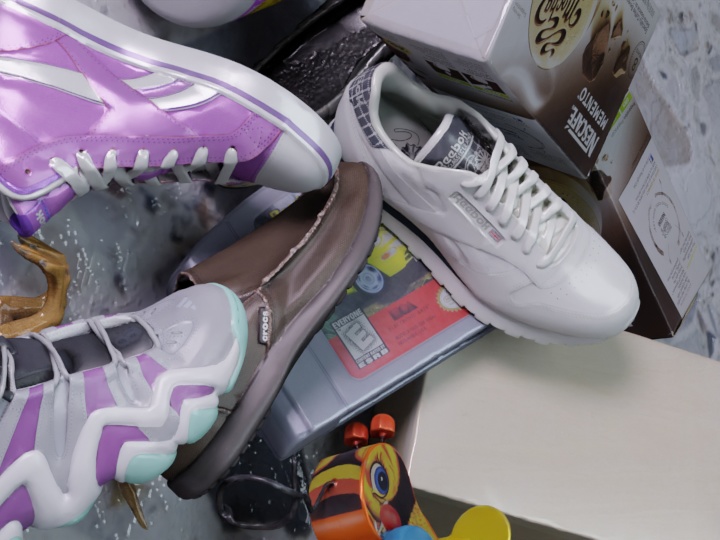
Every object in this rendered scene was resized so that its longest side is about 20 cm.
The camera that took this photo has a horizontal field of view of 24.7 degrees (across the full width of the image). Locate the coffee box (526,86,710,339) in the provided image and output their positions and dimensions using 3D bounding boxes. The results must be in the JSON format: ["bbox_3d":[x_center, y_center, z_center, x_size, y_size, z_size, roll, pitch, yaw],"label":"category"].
[{"bbox_3d":[0.141,-0.051,1.107,0.080,0.112,0.201,-50,120,-43],"label":"coffee box"}]

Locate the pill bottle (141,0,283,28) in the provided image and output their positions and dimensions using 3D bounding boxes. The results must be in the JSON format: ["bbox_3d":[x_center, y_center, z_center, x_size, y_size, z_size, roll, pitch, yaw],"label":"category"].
[{"bbox_3d":[-0.041,-0.209,0.924,0.200,0.104,0.105,-32,108,-48],"label":"pill bottle"}]

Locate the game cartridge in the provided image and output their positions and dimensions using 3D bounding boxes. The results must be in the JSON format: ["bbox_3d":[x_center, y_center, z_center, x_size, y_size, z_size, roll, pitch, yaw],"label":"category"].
[{"bbox_3d":[0.000,0.000,0.907,0.199,0.041,0.133,-30,75,-26],"label":"game cartridge"}]

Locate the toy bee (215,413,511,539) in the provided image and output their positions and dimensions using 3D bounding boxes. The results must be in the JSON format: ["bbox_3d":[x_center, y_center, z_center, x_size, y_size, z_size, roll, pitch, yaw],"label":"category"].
[{"bbox_3d":[0.015,0.134,0.854,0.109,0.130,0.201,-74,158,-45],"label":"toy bee"}]

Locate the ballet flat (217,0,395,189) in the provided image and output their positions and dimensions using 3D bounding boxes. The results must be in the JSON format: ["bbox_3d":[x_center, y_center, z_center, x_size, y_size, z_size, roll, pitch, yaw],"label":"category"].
[{"bbox_3d":[-0.019,-0.125,0.928,0.200,0.066,0.057,-47,159,-16],"label":"ballet flat"}]

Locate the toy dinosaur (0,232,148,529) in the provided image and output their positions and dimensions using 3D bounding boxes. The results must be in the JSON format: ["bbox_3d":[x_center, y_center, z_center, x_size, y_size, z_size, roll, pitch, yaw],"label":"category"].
[{"bbox_3d":[-0.165,0.041,0.780,0.199,0.060,0.107,26,93,-41],"label":"toy dinosaur"}]

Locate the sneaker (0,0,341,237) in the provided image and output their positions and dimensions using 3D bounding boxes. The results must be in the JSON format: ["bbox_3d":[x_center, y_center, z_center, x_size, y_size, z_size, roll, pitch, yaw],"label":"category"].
[{"bbox_3d":[-0.114,-0.054,0.793,0.199,0.073,0.115,20,67,-5],"label":"sneaker"}]

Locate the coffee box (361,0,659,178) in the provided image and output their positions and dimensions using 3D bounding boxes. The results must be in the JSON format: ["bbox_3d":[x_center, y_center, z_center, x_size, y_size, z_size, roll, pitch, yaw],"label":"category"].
[{"bbox_3d":[0.089,-0.141,0.910,0.114,0.079,0.200,-65,153,-5],"label":"coffee box"}]

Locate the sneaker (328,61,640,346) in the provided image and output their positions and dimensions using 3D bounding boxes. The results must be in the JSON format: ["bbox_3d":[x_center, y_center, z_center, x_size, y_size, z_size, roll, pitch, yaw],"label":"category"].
[{"bbox_3d":[0.069,-0.033,0.878,0.199,0.081,0.077,34,61,-2],"label":"sneaker"}]

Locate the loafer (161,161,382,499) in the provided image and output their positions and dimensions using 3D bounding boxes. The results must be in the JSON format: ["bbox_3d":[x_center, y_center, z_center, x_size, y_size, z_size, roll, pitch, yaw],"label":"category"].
[{"bbox_3d":[-0.055,0.014,0.818,0.071,0.073,0.201,36,62,-11],"label":"loafer"}]

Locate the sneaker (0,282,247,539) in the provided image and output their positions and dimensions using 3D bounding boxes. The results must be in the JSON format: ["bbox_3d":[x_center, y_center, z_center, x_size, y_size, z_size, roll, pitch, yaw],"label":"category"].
[{"bbox_3d":[-0.147,0.044,0.702,0.200,0.078,0.140,-41,131,-14],"label":"sneaker"}]

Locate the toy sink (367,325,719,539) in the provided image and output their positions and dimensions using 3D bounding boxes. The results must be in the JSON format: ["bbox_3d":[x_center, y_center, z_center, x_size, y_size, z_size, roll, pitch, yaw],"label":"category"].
[{"bbox_3d":[0.111,0.106,0.982,0.198,0.112,0.131,16,66,-11],"label":"toy sink"}]
